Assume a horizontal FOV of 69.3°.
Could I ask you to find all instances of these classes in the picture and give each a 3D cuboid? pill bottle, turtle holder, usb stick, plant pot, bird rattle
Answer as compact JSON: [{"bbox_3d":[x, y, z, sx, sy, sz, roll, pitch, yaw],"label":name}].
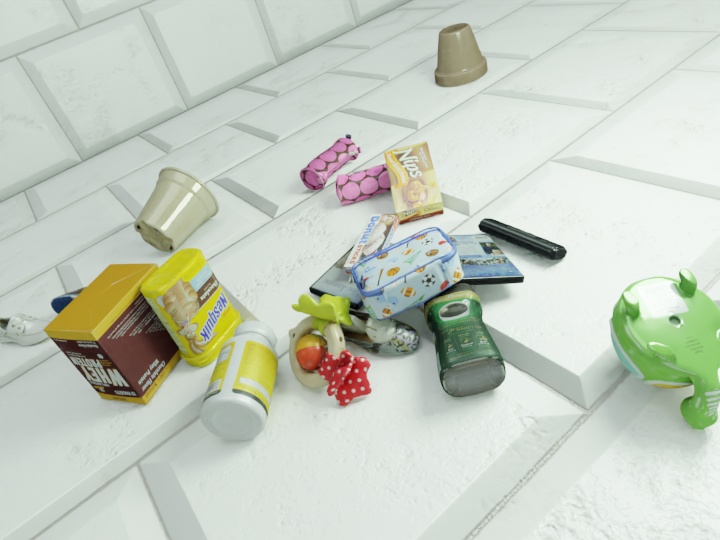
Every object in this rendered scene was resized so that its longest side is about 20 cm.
[{"bbox_3d":[-0.206,0.187,0.928,0.110,0.112,0.201,-11,37,11],"label":"pill bottle"},{"bbox_3d":[0.431,0.103,0.715,0.141,0.132,0.185,-36,59,-17],"label":"turtle holder"},{"bbox_3d":[0.327,-0.067,1.071,0.055,0.033,0.200,0,21,-38],"label":"usb stick"},{"bbox_3d":[-0.543,-0.160,1.501,0.199,0.201,0.184,6,54,31],"label":"plant pot"},{"bbox_3d":[0.354,-0.796,1.909,0.198,0.176,0.201,-14,36,10],"label":"plant pot"},{"bbox_3d":[-0.062,0.143,0.924,0.163,0.202,0.112,-30,-18,37],"label":"bird rattle"}]

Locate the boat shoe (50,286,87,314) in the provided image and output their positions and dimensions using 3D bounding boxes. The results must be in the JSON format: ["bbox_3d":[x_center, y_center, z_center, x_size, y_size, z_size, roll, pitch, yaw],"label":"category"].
[{"bbox_3d":[-0.696,0.075,1.353,0.198,0.073,0.073,-4,32,4],"label":"boat shoe"}]

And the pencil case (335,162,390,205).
[{"bbox_3d":[0.027,-0.248,1.415,0.198,0.091,0.094,-17,70,1],"label":"pencil case"}]

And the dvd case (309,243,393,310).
[{"bbox_3d":[0.000,0.000,1.143,0.142,0.018,0.200,17,49,38],"label":"dvd case"}]

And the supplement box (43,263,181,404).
[{"bbox_3d":[-0.471,0.125,1.057,0.132,0.201,0.198,-1,39,24],"label":"supplement box"}]

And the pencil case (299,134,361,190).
[{"bbox_3d":[-0.087,-0.318,1.552,0.093,0.091,0.200,22,54,29],"label":"pencil case"}]

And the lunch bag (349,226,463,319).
[{"bbox_3d":[0.077,-0.001,0.949,0.199,0.076,0.161,-23,28,2],"label":"lunch bag"}]

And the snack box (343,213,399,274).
[{"bbox_3d":[0.028,-0.062,1.161,0.071,0.024,0.201,-1,39,23],"label":"snack box"}]

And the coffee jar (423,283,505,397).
[{"bbox_3d":[0.168,0.109,0.875,0.103,0.086,0.201,-15,35,7],"label":"coffee jar"}]

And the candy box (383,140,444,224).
[{"bbox_3d":[0.131,-0.220,1.295,0.114,0.055,0.201,-12,58,7],"label":"candy box"}]

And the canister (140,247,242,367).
[{"bbox_3d":[-0.339,0.074,1.063,0.086,0.201,0.149,5,42,31],"label":"canister"}]

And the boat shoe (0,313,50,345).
[{"bbox_3d":[-0.870,0.144,1.334,0.198,0.070,0.071,-5,36,18],"label":"boat shoe"}]

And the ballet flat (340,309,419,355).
[{"bbox_3d":[0.011,0.108,0.964,0.199,0.072,0.072,8,44,33],"label":"ballet flat"}]

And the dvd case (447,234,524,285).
[{"bbox_3d":[0.216,-0.025,1.028,0.141,0.018,0.200,-2,27,-7],"label":"dvd case"}]
